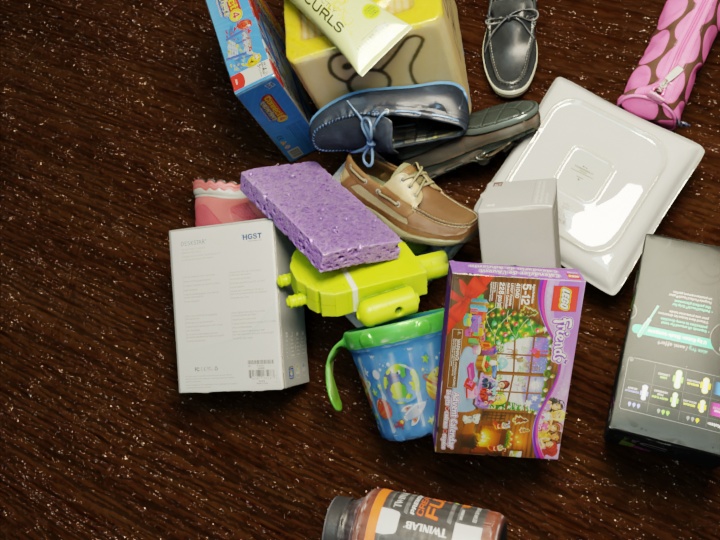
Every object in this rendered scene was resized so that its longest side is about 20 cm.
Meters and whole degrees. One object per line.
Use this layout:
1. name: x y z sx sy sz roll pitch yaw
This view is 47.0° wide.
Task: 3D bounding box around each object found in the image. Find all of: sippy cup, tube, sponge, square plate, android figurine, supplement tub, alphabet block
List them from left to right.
1. sponge: -0.050 -0.068 0.979 0.200 0.109 0.030 45 134 40
2. tube: -0.034 -0.297 0.913 0.200 0.051 0.059 47 127 24
3. android figurine: 0.000 0.000 0.972 0.195 0.042 0.183 -15 35 -15
4. alphabet block: 0.023 -0.301 1.033 0.190 0.200 0.201 -12 64 12
5. sippy cup: 0.057 0.121 0.953 0.175 0.138 0.134 -15 88 44
6. supplement tub: 0.058 0.303 0.912 0.195 0.107 0.110 6 76 18
7. square plate: 0.259 -0.107 0.956 0.198 0.028 0.200 33 86 24

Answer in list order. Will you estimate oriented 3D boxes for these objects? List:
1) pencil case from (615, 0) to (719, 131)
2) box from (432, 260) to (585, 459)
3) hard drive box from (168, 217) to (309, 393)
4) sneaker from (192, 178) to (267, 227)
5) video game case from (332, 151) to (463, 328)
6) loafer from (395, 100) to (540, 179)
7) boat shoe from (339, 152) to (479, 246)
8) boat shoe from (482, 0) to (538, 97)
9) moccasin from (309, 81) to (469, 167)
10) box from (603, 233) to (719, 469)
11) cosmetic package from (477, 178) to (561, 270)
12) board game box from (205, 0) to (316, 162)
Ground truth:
1. pencil case: 0.380 -0.268 0.981 0.089 0.094 0.204 22 81 21
2. box: 0.149 0.095 0.856 0.133 0.039 0.205 3 110 -1
3. hard drive box: -0.152 0.045 1.034 0.152 0.076 0.206 -4 88 22
4. sneaker: -0.143 -0.071 1.106 0.196 0.073 0.089 8 93 31
5. video game case: 0.011 -0.040 1.069 0.183 0.023 0.200 -47 67 0
6. loafer: 0.136 -0.155 1.022 0.196 0.064 0.072 -10 27 34
7. boat shoe: 0.053 -0.090 0.997 0.197 0.075 0.075 22 37 28
8. boat shoe: 0.195 -0.324 1.072 0.073 0.062 0.206 3 77 16
9. moccasin: 0.032 -0.175 0.980 0.195 0.081 0.070 -14 56 11
10. box: 0.334 0.088 0.864 0.121 0.149 0.205 11 78 18
11. cosmetic package: 0.180 0.010 0.907 0.088 0.107 0.205 0 113 16
12. board game box: -0.128 -0.275 1.084 0.055 0.200 0.200 -22 70 8
